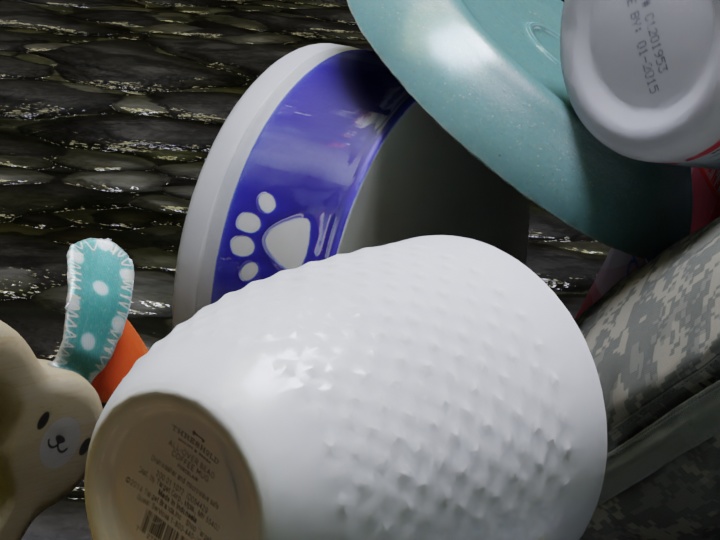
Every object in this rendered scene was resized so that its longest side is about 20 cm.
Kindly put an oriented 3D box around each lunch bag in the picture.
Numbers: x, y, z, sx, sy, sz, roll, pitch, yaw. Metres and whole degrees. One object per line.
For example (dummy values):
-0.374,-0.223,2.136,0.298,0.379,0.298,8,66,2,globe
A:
0.173,0.044,1.086,0.167,0.140,0.200,-26,-8,-42,lunch bag

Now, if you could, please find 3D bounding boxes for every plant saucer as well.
0.081,-0.086,1.176,0.199,0.036,0.200,34,22,-16,plant saucer

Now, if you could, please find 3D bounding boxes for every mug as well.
0.003,0.089,0.980,0.200,0.148,0.175,47,33,22,mug

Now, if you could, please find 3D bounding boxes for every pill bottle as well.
0.188,-0.096,1.139,0.199,0.110,0.108,3,10,-45,pill bottle

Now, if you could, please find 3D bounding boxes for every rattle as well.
-0.112,0.070,0.965,0.199,0.131,0.142,-21,17,-41,rattle

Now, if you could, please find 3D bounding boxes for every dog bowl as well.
0.000,0.000,1.202,0.078,0.201,0.200,13,14,28,dog bowl

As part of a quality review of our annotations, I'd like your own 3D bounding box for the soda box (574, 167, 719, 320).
0.167,0.000,1.282,0.070,0.201,0.064,-1,49,-22,soda box
